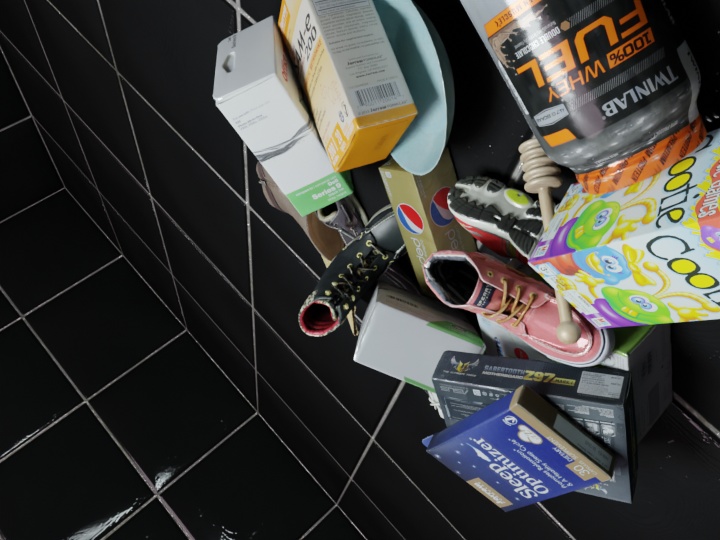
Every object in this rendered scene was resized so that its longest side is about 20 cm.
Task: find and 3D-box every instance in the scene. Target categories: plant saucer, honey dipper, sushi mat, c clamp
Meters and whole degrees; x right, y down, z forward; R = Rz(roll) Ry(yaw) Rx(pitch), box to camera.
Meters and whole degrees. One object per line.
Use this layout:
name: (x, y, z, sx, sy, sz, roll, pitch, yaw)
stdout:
plant saucer: (0.055, -0.206, 0.676, 0.201, 0.039, 0.201, 56, 158, 37)
honey dipper: (0.184, -0.029, 0.599, 0.038, 0.038, 0.200, 145, 122, -65)
sushi mat: (-0.043, 0.012, 1.099, 0.096, 0.012, 0.200, 88, 162, -55)
c clamp: (0.023, 0.012, 1.041, 0.171, 0.027, 0.200, 32, 154, 1)

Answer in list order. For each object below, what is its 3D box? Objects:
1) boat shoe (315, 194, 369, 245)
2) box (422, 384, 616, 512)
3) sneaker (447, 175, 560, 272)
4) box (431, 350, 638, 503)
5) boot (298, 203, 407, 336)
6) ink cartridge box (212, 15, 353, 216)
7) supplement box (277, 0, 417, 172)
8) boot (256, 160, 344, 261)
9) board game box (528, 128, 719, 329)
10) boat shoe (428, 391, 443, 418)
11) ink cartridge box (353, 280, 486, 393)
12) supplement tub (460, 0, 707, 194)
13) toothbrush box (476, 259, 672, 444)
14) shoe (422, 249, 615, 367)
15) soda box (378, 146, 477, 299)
boat shoe: (-0.040, -0.099, 0.978, 0.072, 0.065, 0.200, 23, 145, 41)
box: (0.156, 0.203, 0.675, 0.121, 0.032, 0.200, 38, 140, -3)
sneaker: (0.187, -0.038, 0.693, 0.200, 0.077, 0.085, 38, 172, 30)
box: (0.191, 0.168, 0.681, 0.200, 0.051, 0.158, 3, 129, 32)
boot: (0.001, 0.001, 0.880, 0.073, 0.154, 0.204, 42, 129, -9)
ink cartridge box: (-0.094, -0.193, 0.795, 0.200, 0.084, 0.146, 54, -160, -45)
supplement box: (-0.021, -0.228, 0.694, 0.126, 0.073, 0.200, 135, 115, -72)
boot: (-0.107, -0.114, 1.072, 0.146, 0.070, 0.200, 11, 123, 52)
board game box: (0.253, -0.029, 0.500, 0.103, 0.105, 0.200, 40, 157, -14)
boat shoe: (0.143, 0.202, 0.986, 0.200, 0.066, 0.072, 42, 172, -33)
ink cartridge box: (0.075, 0.087, 0.846, 0.146, 0.084, 0.200, 22, -173, 1)
supplement tub: (0.169, -0.167, 0.471, 0.200, 0.122, 0.122, 57, 155, -10)
toothbrush box: (0.242, 0.088, 0.722, 0.200, 0.086, 0.146, 25, 143, 47)
shoe: (0.154, 0.036, 0.642, 0.200, 0.091, 0.072, 37, 113, 43)
soda box: (0.095, -0.057, 0.803, 0.064, 0.068, 0.200, 19, 139, 49)
